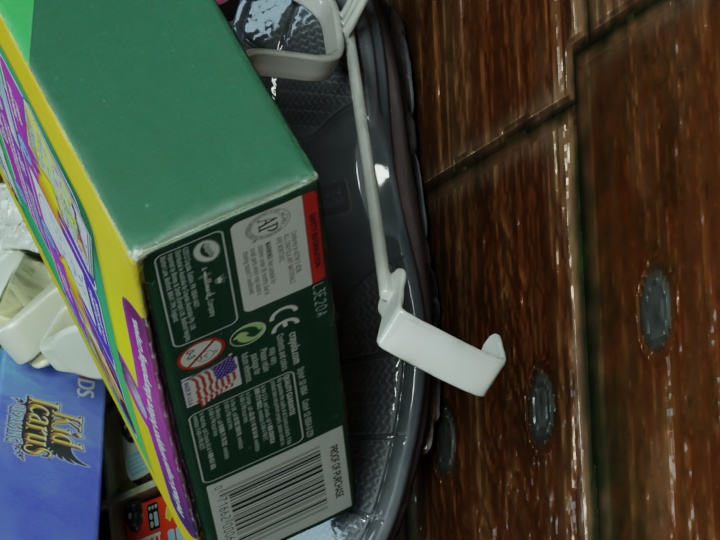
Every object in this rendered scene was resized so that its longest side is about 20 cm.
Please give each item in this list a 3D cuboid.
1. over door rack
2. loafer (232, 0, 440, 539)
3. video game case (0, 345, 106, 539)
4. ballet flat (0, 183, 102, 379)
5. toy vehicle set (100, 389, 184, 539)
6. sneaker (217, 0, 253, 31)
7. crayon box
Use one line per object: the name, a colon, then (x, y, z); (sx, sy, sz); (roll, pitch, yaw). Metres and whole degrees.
over door rack: (0.018, -0.089, 0.772); (0.148, 0.066, 0.201); (-61, 30, 27)
loafer: (0.000, 0.000, 0.908); (0.071, 0.063, 0.202); (-7, 82, 31)
video game case: (-0.132, 0.142, 1.029); (0.200, 0.045, 0.183); (-100, 23, -68)
ballet flat: (-0.101, 0.006, 1.016); (0.200, 0.071, 0.072); (4, 92, 58)
toy vehicle set: (-0.075, 0.061, 1.078); (0.200, 0.026, 0.125); (-27, 67, 56)
sneaker: (-0.059, -0.066, 1.007); (0.088, 0.074, 0.200); (57, 157, -1)
crayon box: (-0.066, -0.032, 0.804); (0.200, 0.058, 0.173); (85, 159, -61)
